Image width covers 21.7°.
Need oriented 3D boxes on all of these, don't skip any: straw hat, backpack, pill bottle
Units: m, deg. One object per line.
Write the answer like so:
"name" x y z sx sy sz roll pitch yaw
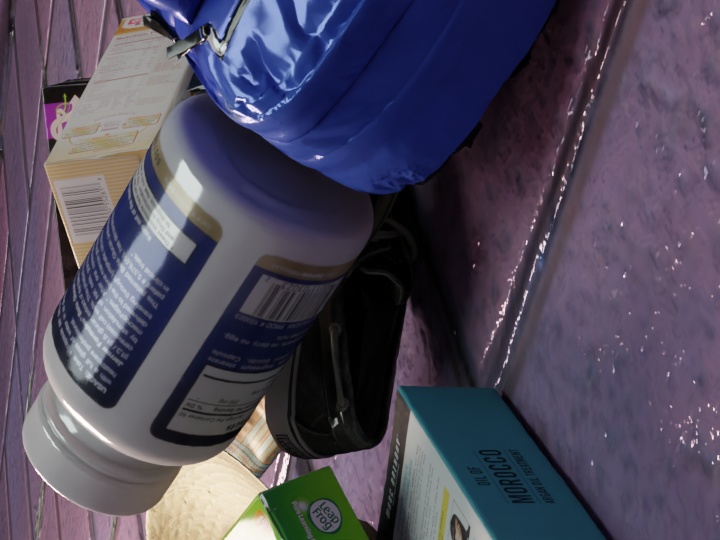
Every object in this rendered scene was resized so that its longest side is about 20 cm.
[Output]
"straw hat" -0.028 0.171 1.006 0.201 0.085 0.203 31 130 46
"backpack" -0.023 -0.133 0.823 0.163 0.167 0.200 -56 39 17
"pill bottle" -0.087 0.023 0.914 0.201 0.110 0.111 -55 31 28

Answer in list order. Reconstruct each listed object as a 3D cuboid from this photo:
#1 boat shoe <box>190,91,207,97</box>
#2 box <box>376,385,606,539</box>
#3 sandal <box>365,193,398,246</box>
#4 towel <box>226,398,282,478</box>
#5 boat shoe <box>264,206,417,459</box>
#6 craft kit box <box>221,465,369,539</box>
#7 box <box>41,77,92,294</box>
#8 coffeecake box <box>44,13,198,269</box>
"boat shoe" -0.051 -0.099 1.057 0.091 0.071 0.200 -47 10 6
"box" 0.058 0.125 0.773 0.200 0.049 0.083 -124 38 -64
"sandal" 0.017 -0.099 0.939 0.079 0.057 0.203 20 92 42
"towel" -0.087 0.042 1.092 0.200 0.146 0.022 -53 2 40
"boat shoe" 0.000 0.000 0.986 0.063 0.070 0.202 -11 67 41
"craft kit box" -0.020 0.220 0.854 0.198 0.048 0.200 59 144 16
"box" -0.178 -0.026 1.251 0.143 0.036 0.202 -114 20 -82
"coffeecake box" -0.121 -0.055 1.190 0.201 0.072 0.155 -76 -25 -57
